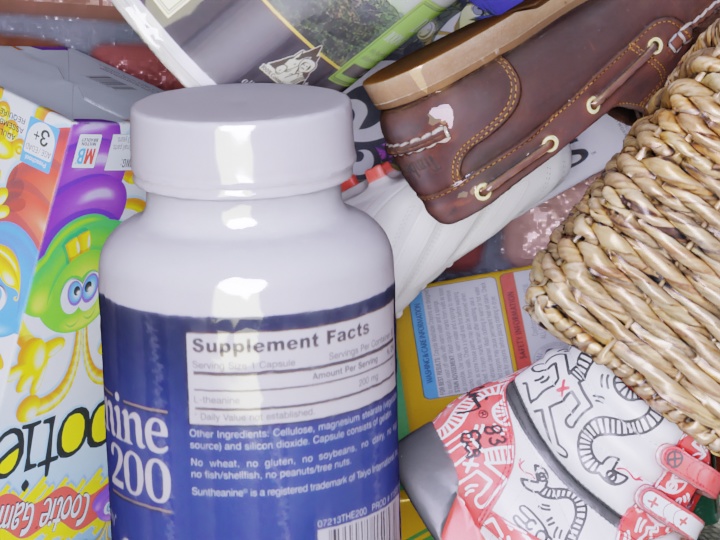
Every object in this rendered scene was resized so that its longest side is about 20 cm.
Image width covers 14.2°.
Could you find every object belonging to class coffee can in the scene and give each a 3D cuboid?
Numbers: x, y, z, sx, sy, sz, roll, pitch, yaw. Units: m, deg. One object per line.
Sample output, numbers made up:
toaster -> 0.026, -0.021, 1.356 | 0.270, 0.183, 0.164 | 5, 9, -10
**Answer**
coffee can -> -0.002, -0.166, 1.131 | 0.200, 0.146, 0.146 | -38, 96, 13

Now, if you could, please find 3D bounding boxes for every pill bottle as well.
pill bottle -> -0.041, 0.035, 1.077 | 0.111, 0.111, 0.200 | 0, 104, 7

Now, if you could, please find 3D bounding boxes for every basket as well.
basket -> 0.186, 0.001, 1.112 | 0.200, 0.143, 0.149 | 37, 107, 3

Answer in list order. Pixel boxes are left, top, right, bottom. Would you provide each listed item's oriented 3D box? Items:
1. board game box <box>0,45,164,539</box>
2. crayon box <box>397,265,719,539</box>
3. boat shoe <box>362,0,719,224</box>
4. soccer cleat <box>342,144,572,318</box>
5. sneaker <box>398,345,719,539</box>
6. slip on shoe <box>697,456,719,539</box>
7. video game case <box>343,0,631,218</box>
board game box -> -0.147, 0.014, 1.231 | 0.105, 0.103, 0.200 | 25, 107, 34
crayon box -> 0.040, 0.063, 1.210 | 0.200, 0.126, 0.052 | -9, 133, 1
boat shoe -> 0.094, -0.088, 1.161 | 0.200, 0.070, 0.070 | -31, 99, -19
soccer cleat -> 0.000, 0.000, 1.194 | 0.200, 0.069, 0.078 | -23, 93, -3
sneaker -> 0.106, 0.123, 1.105 | 0.108, 0.067, 0.202 | -33, 79, 0
slip on shoe -> 0.177, 0.100, 1.255 | 0.200, 0.074, 0.061 | 19, 70, 8
video game case -> 0.019, -0.109, 1.234 | 0.181, 0.036, 0.200 | -29, 98, 11
